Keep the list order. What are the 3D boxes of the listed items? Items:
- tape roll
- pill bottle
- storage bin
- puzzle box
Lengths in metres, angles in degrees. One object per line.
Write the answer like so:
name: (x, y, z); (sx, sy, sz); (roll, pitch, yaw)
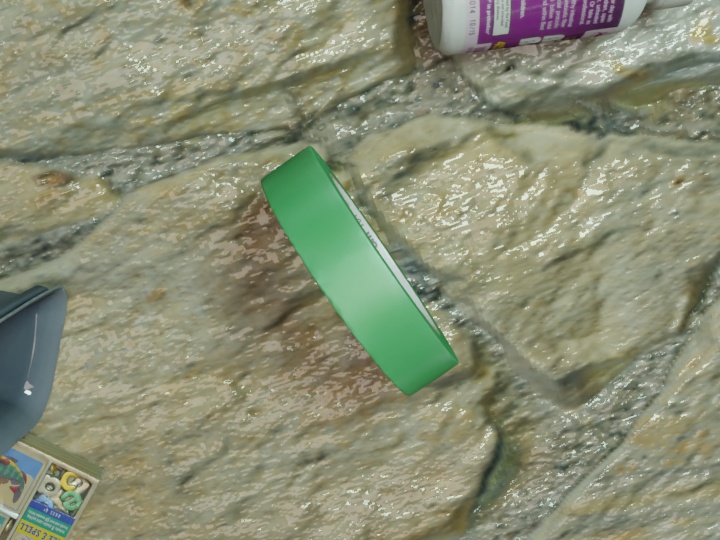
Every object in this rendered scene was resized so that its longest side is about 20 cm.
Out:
tape roll: (0.000, 0.000, 0.818); (0.048, 0.200, 0.201); (-34, 104, 4)
pill bottle: (0.151, -0.231, 0.819); (0.200, 0.112, 0.113); (-8, 105, -2)
storage bin: (-0.330, 0.079, 0.822); (0.134, 0.200, 0.146); (14, 103, 3)
puzzle box: (-0.342, 0.187, 0.925); (0.200, 0.025, 0.133); (28, 101, -11)
